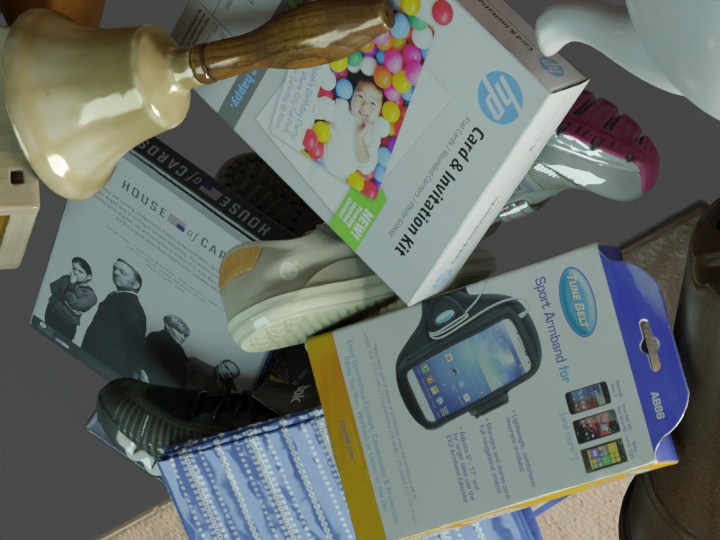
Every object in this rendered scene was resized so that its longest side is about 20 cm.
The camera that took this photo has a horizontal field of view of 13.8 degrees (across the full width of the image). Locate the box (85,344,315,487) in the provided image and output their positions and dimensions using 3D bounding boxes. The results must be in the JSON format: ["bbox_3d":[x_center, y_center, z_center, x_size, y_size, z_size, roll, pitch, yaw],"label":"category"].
[{"bbox_3d":[-0.061,0.080,1.820,0.158,0.051,0.200,36,137,-6],"label":"box"}]

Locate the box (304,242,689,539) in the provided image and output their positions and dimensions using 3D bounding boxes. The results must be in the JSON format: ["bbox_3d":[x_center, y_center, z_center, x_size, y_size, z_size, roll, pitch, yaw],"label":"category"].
[{"bbox_3d":[0.077,0.065,1.553,0.199,0.041,0.119,-18,80,21],"label":"box"}]

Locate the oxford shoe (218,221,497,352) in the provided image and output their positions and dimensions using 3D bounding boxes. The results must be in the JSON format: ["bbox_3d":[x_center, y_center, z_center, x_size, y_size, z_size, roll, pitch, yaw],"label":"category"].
[{"bbox_3d":[0.000,0.000,1.618,0.075,0.200,0.058,-39,69,40],"label":"oxford shoe"}]

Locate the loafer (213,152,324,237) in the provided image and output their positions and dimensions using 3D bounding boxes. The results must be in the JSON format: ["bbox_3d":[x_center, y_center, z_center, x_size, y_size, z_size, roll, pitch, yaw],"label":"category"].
[{"bbox_3d":[-0.009,0.012,1.715,0.200,0.076,0.068,40,139,0],"label":"loafer"}]

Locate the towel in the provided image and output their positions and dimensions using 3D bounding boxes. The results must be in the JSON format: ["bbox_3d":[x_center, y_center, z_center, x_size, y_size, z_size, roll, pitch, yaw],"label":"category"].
[{"bbox_3d":[-0.002,0.137,1.651,0.199,0.024,0.145,-17,106,24],"label":"towel"}]

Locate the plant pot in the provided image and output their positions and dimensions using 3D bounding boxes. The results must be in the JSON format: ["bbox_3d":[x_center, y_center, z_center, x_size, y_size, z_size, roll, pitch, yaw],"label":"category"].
[{"bbox_3d":[0.240,0.068,1.562,0.200,0.200,0.199,12,128,17],"label":"plant pot"}]

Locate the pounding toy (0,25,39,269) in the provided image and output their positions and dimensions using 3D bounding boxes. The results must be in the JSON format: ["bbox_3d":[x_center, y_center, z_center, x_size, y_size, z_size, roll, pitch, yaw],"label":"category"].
[{"bbox_3d":[-0.267,-0.047,1.581,0.183,0.143,0.200,-2,169,-11],"label":"pounding toy"}]

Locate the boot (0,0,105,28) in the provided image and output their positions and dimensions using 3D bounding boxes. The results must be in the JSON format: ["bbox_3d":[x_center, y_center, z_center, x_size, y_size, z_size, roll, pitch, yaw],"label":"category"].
[{"bbox_3d":[-0.126,-0.172,1.565,0.144,0.071,0.202,28,135,32],"label":"boot"}]

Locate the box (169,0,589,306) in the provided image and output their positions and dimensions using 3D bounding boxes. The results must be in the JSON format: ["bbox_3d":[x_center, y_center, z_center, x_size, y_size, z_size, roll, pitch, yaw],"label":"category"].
[{"bbox_3d":[0.003,-0.105,1.531,0.200,0.041,0.156,45,126,16],"label":"box"}]

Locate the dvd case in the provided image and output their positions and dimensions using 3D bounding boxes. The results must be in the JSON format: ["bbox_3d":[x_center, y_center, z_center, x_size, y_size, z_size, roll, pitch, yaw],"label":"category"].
[{"bbox_3d":[-0.112,0.012,1.722,0.150,0.025,0.200,35,141,9],"label":"dvd case"}]

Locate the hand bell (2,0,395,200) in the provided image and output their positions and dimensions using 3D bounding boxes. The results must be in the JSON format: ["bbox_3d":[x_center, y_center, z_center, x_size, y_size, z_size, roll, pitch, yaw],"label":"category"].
[{"bbox_3d":[-0.074,-0.109,1.522,0.199,0.104,0.104,-14,124,26],"label":"hand bell"}]

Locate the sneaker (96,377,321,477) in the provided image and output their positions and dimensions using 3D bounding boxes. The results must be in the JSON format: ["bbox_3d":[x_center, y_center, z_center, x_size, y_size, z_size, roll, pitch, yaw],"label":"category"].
[{"bbox_3d":[-0.052,0.093,1.696,0.199,0.066,0.091,24,118,5],"label":"sneaker"}]

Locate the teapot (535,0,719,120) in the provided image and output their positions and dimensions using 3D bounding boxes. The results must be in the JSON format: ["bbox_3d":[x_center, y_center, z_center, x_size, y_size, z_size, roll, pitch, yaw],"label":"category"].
[{"bbox_3d":[0.189,-0.175,1.365,0.146,0.200,0.198,46,163,20],"label":"teapot"}]

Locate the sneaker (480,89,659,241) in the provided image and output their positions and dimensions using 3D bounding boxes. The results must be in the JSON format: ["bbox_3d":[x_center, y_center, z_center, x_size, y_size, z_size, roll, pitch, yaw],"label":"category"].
[{"bbox_3d":[0.065,-0.054,1.584,0.199,0.081,0.089,11,107,28],"label":"sneaker"}]

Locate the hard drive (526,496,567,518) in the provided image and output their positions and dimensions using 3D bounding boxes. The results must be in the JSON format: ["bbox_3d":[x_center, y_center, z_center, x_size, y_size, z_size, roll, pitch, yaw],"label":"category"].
[{"bbox_3d":[0.081,0.104,1.709,0.025,0.132,0.200,33,138,-16],"label":"hard drive"}]
